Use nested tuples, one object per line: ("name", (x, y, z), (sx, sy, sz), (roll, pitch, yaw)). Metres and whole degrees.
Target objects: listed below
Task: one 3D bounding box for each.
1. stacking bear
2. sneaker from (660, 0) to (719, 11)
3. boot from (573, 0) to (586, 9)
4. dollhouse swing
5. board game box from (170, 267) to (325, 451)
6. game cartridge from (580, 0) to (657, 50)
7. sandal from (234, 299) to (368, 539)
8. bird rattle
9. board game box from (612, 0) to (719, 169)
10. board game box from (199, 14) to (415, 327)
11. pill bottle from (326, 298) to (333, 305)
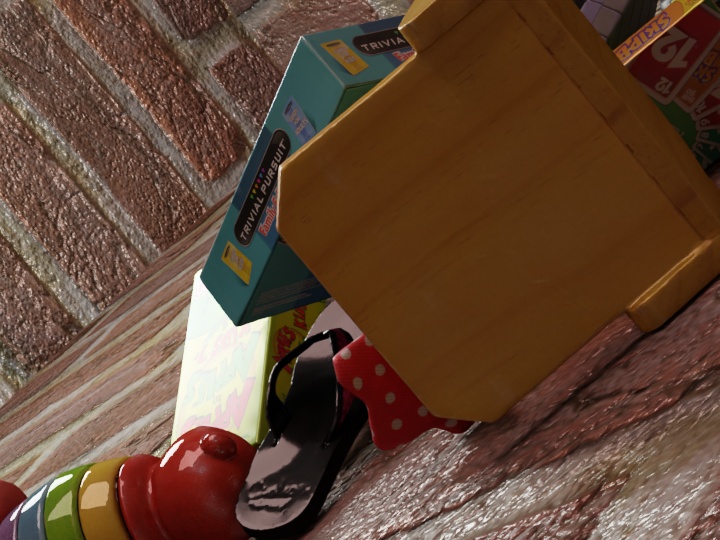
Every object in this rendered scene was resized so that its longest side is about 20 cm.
("stacking bear", (-0.143, 0.163, 1.350), (0.200, 0.121, 0.114), (-28, 18, 22))
("sneaker", (0.220, -0.143, 1.413), (0.071, 0.083, 0.200), (-28, 15, 40))
("boot", (0.145, -0.157, 1.596), (0.068, 0.131, 0.200), (27, 57, 37))
("dollhouse swing", (0.071, -0.045, 1.136), (0.176, 0.200, 0.182), (-39, 8, 13))
("board game box", (-0.075, 0.066, 1.457), (0.102, 0.048, 0.200), (-34, 37, 37))
("game cartridge", (0.153, -0.124, 1.390), (0.130, 0.038, 0.200), (-54, -17, -27))
("sandal", (-0.028, 0.078, 1.311), (0.075, 0.045, 0.200), (-10, 37, 31))
("bird rattle", (0.044, 0.002, 1.209), (0.200, 0.163, 0.113), (-34, -15, -31))
("board game box", (0.153, -0.074, 1.295), (0.200, 0.096, 0.030), (-38, 31, 10))
("board game box", (0.001, -0.065, 1.288), (0.151, 0.047, 0.200), (-17, -34, -39))
("pill bottle", (-0.033, -0.017, 1.786), (0.116, 0.116, 0.200), (-44, 9, -27))
